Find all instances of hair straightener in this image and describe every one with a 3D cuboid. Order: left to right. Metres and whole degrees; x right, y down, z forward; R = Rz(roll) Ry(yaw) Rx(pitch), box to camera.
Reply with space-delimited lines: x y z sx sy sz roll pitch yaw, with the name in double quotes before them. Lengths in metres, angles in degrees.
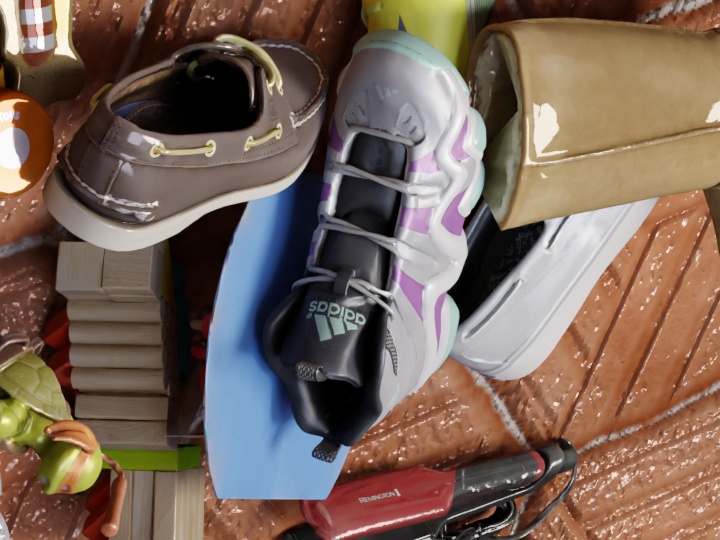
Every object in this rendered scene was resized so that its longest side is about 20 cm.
"hair straightener" 0.041 0.130 1.594 0.200 0.041 0.077 -17 145 -37

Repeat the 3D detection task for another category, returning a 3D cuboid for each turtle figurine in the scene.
"turtle figurine" -0.169 0.049 1.267 0.064 0.161 0.200 -55 171 9

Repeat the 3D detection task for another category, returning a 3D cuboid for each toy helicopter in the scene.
"toy helicopter" -0.148 -0.135 1.275 0.200 0.079 0.132 -46 126 -22

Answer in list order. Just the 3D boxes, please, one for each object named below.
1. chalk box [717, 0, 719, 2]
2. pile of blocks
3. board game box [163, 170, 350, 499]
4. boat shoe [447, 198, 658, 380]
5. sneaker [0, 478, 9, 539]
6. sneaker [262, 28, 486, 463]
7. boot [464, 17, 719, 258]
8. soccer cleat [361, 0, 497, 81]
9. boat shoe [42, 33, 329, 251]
"chalk box" 0.261 -0.196 1.512 0.200 0.124 0.125 -3 116 -37
"pile of blocks" -0.115 0.052 1.412 0.062 0.082 0.200 1 112 11
"board game box" -0.047 0.030 1.429 0.200 0.039 0.158 11 87 -68
"boat shoe" 0.096 -0.039 1.518 0.068 0.072 0.200 21 109 -43
"sneaker" -0.250 0.089 1.309 0.199 0.115 0.075 15 107 -7
"sneaker" 0.000 0.000 1.366 0.140 0.078 0.200 -52 147 -50
"boot" 0.142 -0.042 1.454 0.200 0.066 0.176 -9 98 -36
"soccer cleat" 0.027 -0.122 1.425 0.084 0.065 0.201 15 109 -17
"boat shoe" -0.066 -0.070 1.320 0.200 0.072 0.060 -32 155 -54
